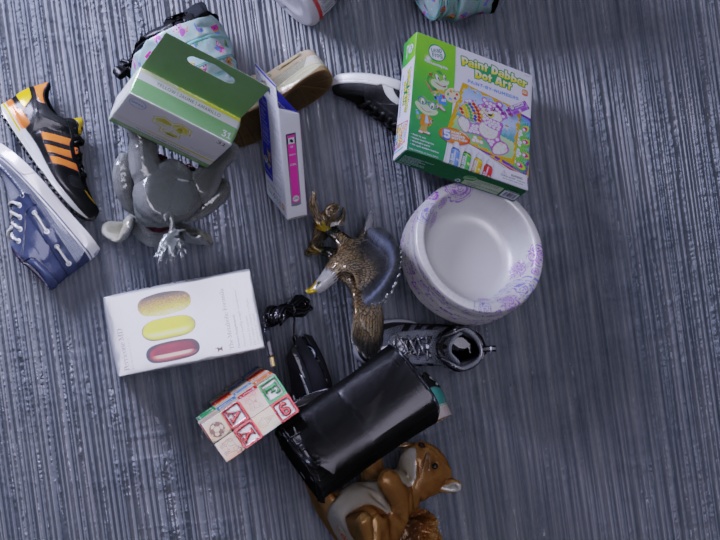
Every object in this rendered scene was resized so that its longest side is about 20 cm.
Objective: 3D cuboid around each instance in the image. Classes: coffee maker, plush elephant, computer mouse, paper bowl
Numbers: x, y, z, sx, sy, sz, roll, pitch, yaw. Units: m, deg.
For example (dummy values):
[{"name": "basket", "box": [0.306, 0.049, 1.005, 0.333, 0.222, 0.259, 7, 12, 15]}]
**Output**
[{"name": "coffee maker", "box": [0.002, 0.204, 1.610, 0.200, 0.192, 0.135, -35, 95, -13]}, {"name": "plush elephant", "box": [-0.269, -0.095, 1.658, 0.164, 0.155, 0.201, 10, 77, -23]}, {"name": "computer mouse", "box": [-0.082, 0.135, 1.690, 0.046, 0.140, 0.201, -7, 90, 24]}, {"name": "paper bowl", "box": [0.152, -0.019, 1.747, 0.200, 0.104, 0.201, 7, 70, -19]}]

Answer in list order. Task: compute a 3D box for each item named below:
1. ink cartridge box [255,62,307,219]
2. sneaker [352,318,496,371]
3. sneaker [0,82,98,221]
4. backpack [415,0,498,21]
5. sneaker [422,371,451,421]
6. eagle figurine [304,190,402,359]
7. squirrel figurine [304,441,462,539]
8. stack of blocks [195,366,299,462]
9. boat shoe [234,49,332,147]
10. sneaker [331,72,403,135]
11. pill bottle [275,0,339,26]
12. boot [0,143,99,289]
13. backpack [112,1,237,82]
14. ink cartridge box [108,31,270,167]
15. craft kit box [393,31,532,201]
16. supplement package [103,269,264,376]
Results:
[{"name": "ink cartridge box", "box": [-0.110, -0.179, 1.671, 0.037, 0.095, 0.201, -15, 122, -16]}, {"name": "sneaker", "box": [0.094, 0.107, 1.740, 0.199, 0.114, 0.076, 0, 88, -12]}, {"name": "sneaker", "box": [-0.404, -0.165, 1.662, 0.090, 0.070, 0.200, -36, 94, -8]}, {"name": "backpack", "box": [0.139, -0.454, 1.730, 0.126, 0.200, 0.167, -11, 52, -9]}, {"name": "sneaker", "box": [0.027, 0.211, 1.751, 0.199, 0.071, 0.080, -21, 77, -10]}, {"name": "eagle figurine", "box": [-0.005, 0.005, 1.693, 0.151, 0.152, 0.200, -50, 62, 7]}, {"name": "squirrel figurine", "box": [0.052, 0.339, 1.729, 0.186, 0.141, 0.201, -31, 117, -26]}, {"name": "stack of blocks", "box": [-0.159, 0.190, 1.638, 0.115, 0.200, 0.059, -34, 95, -10]}, {"name": "boat shoe", "box": [-0.138, -0.244, 1.732, 0.200, 0.072, 0.065, -33, 59, -1]}, {"name": "sneaker", "box": [0.049, -0.214, 1.761, 0.199, 0.073, 0.112, 11, 83, -13]}, {"name": "pill bottle", "box": [-0.038, -0.455, 1.732, 0.114, 0.114, 0.200, 46, 79, -7]}, {"name": "boot", "box": [-0.452, -0.072, 1.647, 0.090, 0.073, 0.200, -43, 98, -16]}, {"name": "backpack", "box": [-0.233, -0.277, 1.638, 0.167, 0.200, 0.127, -32, 95, -12]}, {"name": "ink cartridge box", "box": [-0.215, -0.205, 1.504, 0.145, 0.200, 0.048, 26, 68, -19]}, {"name": "craft kit box", "box": [0.150, -0.219, 1.735, 0.199, 0.049, 0.198, 16, 61, -21]}, {"name": "supplement package", "box": [-0.245, 0.072, 1.669, 0.199, 0.110, 0.114, -12, 90, -12]}]
